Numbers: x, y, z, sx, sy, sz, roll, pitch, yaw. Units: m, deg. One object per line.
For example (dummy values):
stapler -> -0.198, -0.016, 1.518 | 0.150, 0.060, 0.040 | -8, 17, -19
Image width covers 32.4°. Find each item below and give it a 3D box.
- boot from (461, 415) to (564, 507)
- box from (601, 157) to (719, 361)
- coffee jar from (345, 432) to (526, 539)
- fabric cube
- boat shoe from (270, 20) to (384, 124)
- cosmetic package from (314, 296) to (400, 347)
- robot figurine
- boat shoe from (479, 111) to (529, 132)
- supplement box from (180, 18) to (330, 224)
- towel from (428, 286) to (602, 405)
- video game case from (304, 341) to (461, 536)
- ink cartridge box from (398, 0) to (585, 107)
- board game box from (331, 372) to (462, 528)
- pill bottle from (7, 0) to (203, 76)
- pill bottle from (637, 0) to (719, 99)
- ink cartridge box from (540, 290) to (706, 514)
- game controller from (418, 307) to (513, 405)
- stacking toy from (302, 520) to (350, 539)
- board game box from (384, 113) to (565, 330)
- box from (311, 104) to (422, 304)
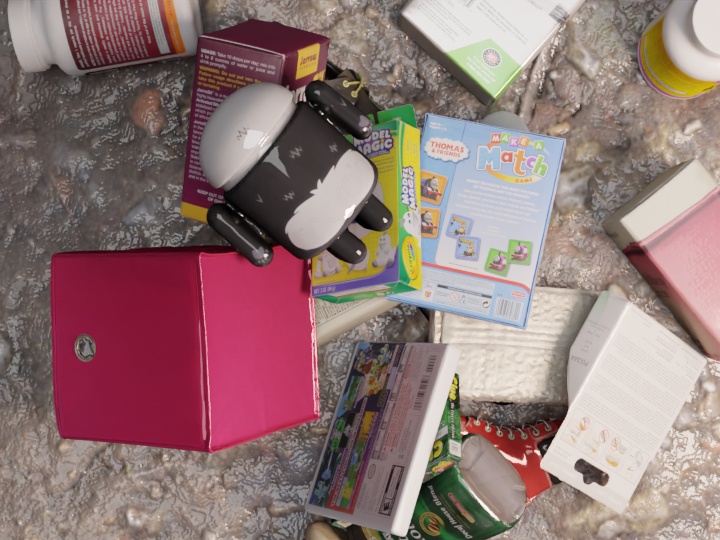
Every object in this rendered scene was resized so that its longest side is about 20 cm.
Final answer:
boot -> 0.147, 0.175, 1.389 | 0.144, 0.072, 0.200 | -36, 97, 0
box -> 0.374, -0.009, 1.355 | 0.109, 0.128, 0.200 | -39, 88, 1
coffee jar -> 0.077, 0.262, 1.335 | 0.104, 0.085, 0.200 | 48, 129, -3
fabric cube -> -0.180, 0.073, 1.291 | 0.198, 0.200, 0.197 | 0, 93, 32
boat shoe -> -0.032, -0.202, 1.385 | 0.201, 0.072, 0.061 | 33, 121, 3
cosmetic package -> 0.000, 0.000, 1.370 | 0.199, 0.073, 0.104 | -27, 80, 10
robot figurine -> -0.064, -0.092, 1.204 | 0.200, 0.125, 0.151 | 40, 46, -13
boat shoe -> 0.160, -0.077, 1.388 | 0.074, 0.086, 0.203 | -1, 60, -1
supplement box -> -0.112, -0.154, 1.326 | 0.103, 0.131, 0.201 | 16, 113, 17
towel -> 0.171, 0.081, 1.361 | 0.199, 0.034, 0.133 | 5, 84, -7
video game case -> 0.021, 0.173, 1.322 | 0.023, 0.182, 0.201 | 25, 75, -29
ink cartridge box -> 0.161, -0.307, 1.383 | 0.145, 0.084, 0.200 | 42, 91, 1
board game box -> 0.035, 0.193, 1.326 | 0.023, 0.200, 0.105 | 27, 46, -27
pill bottle -> -0.282, -0.279, 1.376 | 0.199, 0.113, 0.114 | -10, 89, 0
pill bottle -> 0.365, -0.247, 1.321 | 0.104, 0.200, 0.105 | 0, 90, 1
ink cartridge box -> 0.276, 0.145, 1.351 | 0.161, 0.050, 0.201 | 33, 87, -36
game controller -> 0.138, 0.053, 1.402 | 0.104, 0.042, 0.200 | -37, 88, 0
stacking toy -> -0.071, 0.386, 1.388 | 0.085, 0.085, 0.201 | 31, 95, 1
board game box -> 0.121, -0.052, 1.294 | 0.150, 0.037, 0.201 | 12, 87, 12
box -> 0.006, -0.073, 1.298 | 0.117, 0.048, 0.201 | -11, 70, 35
